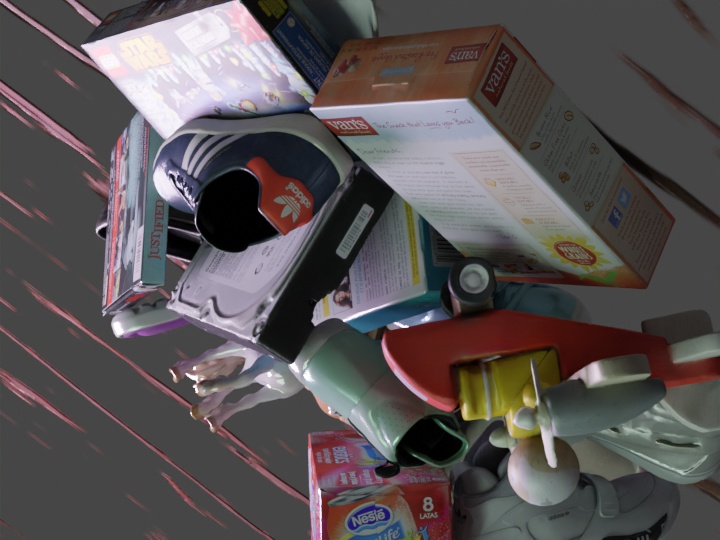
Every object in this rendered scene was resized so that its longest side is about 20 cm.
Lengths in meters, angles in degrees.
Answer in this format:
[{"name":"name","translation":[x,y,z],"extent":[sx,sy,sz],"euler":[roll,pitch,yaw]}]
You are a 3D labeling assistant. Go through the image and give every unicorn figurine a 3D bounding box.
[{"name":"unicorn figurine","translation":[-0.070,0.083,1.229],"extent":[0.200,0.137,0.074],"euler":[42,151,53]}]

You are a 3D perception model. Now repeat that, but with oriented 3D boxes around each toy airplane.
[{"name":"toy airplane","translation":[0.135,0.080,0.956],"extent":[0.199,0.141,0.200],"euler":[0,165,44]}]

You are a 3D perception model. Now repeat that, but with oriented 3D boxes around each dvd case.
[{"name":"dvd case","translation":[-0.177,-0.047,1.199],"extent":[0.022,0.146,0.200],"euler":[5,170,-16]}]

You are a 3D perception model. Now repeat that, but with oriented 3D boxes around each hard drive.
[{"name":"hard drive","translation":[-0.064,-0.013,1.091],"extent":[0.038,0.140,0.200],"euler":[34,172,-23]}]

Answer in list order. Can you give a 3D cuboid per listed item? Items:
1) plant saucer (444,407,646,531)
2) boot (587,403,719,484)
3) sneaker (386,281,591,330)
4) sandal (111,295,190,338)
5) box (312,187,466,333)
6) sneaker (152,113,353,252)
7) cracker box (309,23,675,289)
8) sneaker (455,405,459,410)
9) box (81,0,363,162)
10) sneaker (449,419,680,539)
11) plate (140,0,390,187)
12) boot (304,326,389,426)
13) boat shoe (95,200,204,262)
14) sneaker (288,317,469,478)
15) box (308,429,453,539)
[{"name":"plant saucer","translation":[0.145,0.175,1.232],"extent":[0.200,0.032,0.200],"euler":[6,119,11]},{"name":"boot","translation":[0.174,0.078,1.102],"extent":[0.200,0.074,0.096],"euler":[21,143,15]},{"name":"sneaker","translation":[0.071,0.017,1.104],"extent":[0.200,0.074,0.082],"euler":[7,145,43]},{"name":"sandal","translation":[-0.100,0.033,1.243],"extent":[0.082,0.202,0.050],"euler":[10,-114,-85]},{"name":"box","translation":[0.000,0.000,1.103],"extent":[0.049,0.082,0.200],"euler":[3,165,-36]},{"name":"sneaker","translation":[-0.093,-0.051,1.011],"extent":[0.075,0.085,0.200],"euler":[46,152,-23]},{"name":"cracker box","translation":[0.083,-0.065,0.936],"extent":[0.134,0.058,0.200],"euler":[4,151,47]},{"name":"sneaker","translation":[0.136,0.162,1.271],"extent":[0.200,0.070,0.076],"euler":[34,147,-2]},{"name":"box","translation":[-0.085,-0.126,1.018],"extent":[0.200,0.040,0.137],"euler":[-3,134,52]},{"name":"sneaker","translation":[0.150,0.163,1.122],"extent":[0.075,0.200,0.115],"euler":[22,127,60]},{"name":"plate","translation":[-0.060,-0.155,1.022],"extent":[0.200,0.032,0.200],"euler":[24,151,22]},{"name":"boot","translation":[-0.030,0.063,1.307],"extent":[0.155,0.074,0.200],"euler":[33,149,20]},{"name":"boat shoe","translation":[-0.141,-0.024,1.306],"extent":[0.200,0.057,0.067],"euler":[19,149,31]},{"name":"sneaker","translation":[0.033,0.104,1.081],"extent":[0.118,0.074,0.200],"euler":[43,-172,24]},{"name":"box","translation":[0.012,0.183,1.126],"extent":[0.095,0.100,0.200],"euler":[-3,-175,-4]}]
